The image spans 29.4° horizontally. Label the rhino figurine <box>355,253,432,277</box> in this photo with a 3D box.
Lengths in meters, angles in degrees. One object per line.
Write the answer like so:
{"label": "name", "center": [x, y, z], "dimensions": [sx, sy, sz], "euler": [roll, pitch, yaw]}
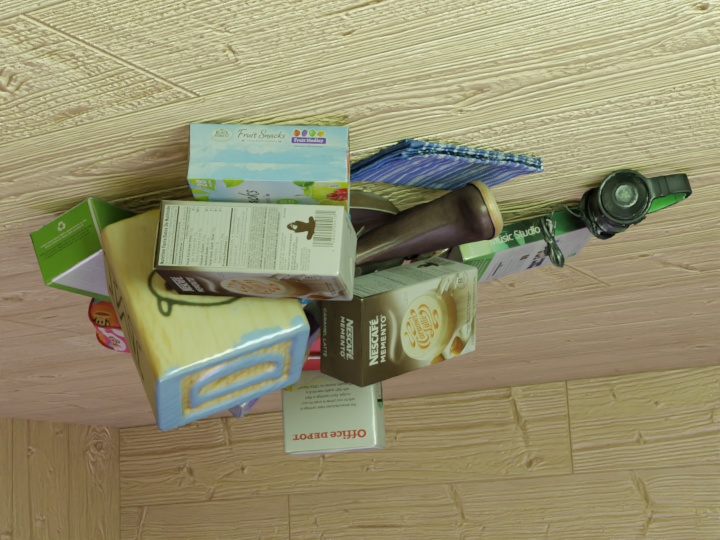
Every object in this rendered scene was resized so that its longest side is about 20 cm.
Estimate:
{"label": "rhino figurine", "center": [0.000, 0.000, 1.837], "dimensions": [0.199, 0.060, 0.088], "euler": [-31, -163, 2]}

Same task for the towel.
{"label": "towel", "center": [0.094, -0.113, 1.576], "dimensions": [0.198, 0.024, 0.144], "euler": [5, 167, -32]}

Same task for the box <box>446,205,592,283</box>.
{"label": "box", "center": [0.213, -0.031, 1.834], "dimensions": [0.198, 0.037, 0.144], "euler": [-16, 165, -11]}

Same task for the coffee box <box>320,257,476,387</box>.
{"label": "coffee box", "center": [0.049, 0.062, 1.705], "dimensions": [0.199, 0.116, 0.079], "euler": [-15, -158, -39]}

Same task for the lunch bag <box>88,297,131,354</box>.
{"label": "lunch bag", "center": [-0.254, 0.033, 1.853], "dimensions": [0.198, 0.177, 0.082], "euler": [11, 148, 12]}

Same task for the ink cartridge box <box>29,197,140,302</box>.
{"label": "ink cartridge box", "center": [-0.283, -0.046, 1.701], "dimensions": [0.199, 0.076, 0.148], "euler": [-30, 159, 19]}

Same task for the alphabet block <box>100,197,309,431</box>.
{"label": "alphabet block", "center": [-0.186, 0.045, 1.633], "dimensions": [0.194, 0.201, 0.197], "euler": [-19, 160, -17]}

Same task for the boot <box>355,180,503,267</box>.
{"label": "boot", "center": [0.069, -0.040, 1.612], "dimensions": [0.165, 0.073, 0.200], "euler": [-24, -176, -14]}

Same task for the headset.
{"label": "headset", "center": [0.313, -0.066, 1.676], "dimensions": [0.198, 0.095, 0.124], "euler": [-12, 170, -14]}

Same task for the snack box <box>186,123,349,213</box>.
{"label": "snack box", "center": [-0.094, -0.096, 1.480], "dimensions": [0.167, 0.068, 0.200], "euler": [2, 165, -1]}

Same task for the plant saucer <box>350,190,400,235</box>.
{"label": "plant saucer", "center": [-0.041, -0.068, 1.740], "dimensions": [0.198, 0.032, 0.200], "euler": [-2, 168, 0]}

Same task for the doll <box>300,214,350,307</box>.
{"label": "doll", "center": [-0.056, -0.012, 1.647], "dimensions": [0.048, 0.137, 0.200], "euler": [30, 167, -17]}

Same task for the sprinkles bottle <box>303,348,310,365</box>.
{"label": "sprinkles bottle", "center": [-0.168, 0.085, 1.898], "dimensions": [0.198, 0.069, 0.068], "euler": [14, 176, 24]}

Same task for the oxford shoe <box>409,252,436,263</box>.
{"label": "oxford shoe", "center": [0.070, 0.069, 2.042], "dimensions": [0.070, 0.201, 0.075], "euler": [27, 170, -3]}

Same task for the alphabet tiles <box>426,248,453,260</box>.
{"label": "alphabet tiles", "center": [0.104, -0.004, 1.871], "dimensions": [0.199, 0.008, 0.167], "euler": [-35, 168, -10]}

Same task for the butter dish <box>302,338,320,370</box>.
{"label": "butter dish", "center": [-0.069, 0.033, 1.978], "dimensions": [0.197, 0.148, 0.202], "euler": [-1, 126, -3]}

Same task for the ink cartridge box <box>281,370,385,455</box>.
{"label": "ink cartridge box", "center": [-0.042, 0.174, 2.067], "dimensions": [0.143, 0.202, 0.084], "euler": [-6, 168, 10]}

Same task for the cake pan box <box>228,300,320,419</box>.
{"label": "cake pan box", "center": [-0.162, 0.058, 1.765], "dimensions": [0.184, 0.200, 0.052], "euler": [-43, 167, -24]}

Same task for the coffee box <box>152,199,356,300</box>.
{"label": "coffee box", "center": [-0.110, -0.021, 1.472], "dimensions": [0.198, 0.081, 0.114], "euler": [2, 165, 9]}
